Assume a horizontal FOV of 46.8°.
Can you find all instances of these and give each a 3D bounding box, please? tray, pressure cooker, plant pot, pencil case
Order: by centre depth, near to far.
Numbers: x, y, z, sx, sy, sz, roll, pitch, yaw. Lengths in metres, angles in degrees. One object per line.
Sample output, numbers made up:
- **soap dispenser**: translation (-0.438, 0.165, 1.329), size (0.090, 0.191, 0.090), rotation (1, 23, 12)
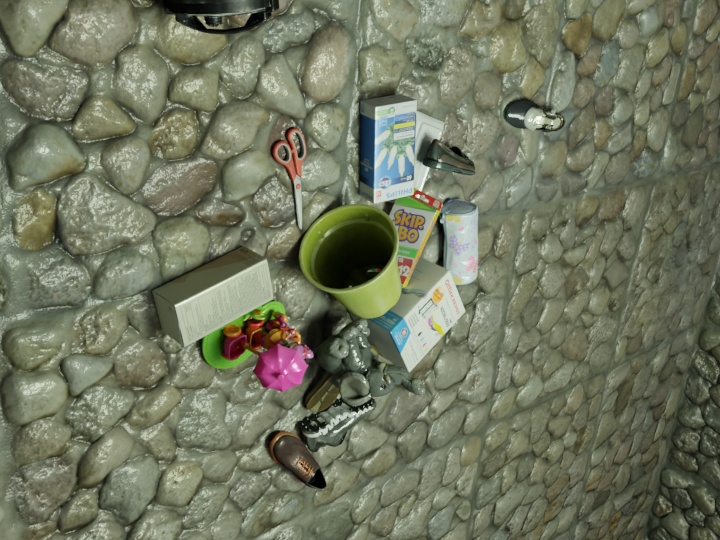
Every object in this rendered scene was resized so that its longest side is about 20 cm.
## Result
- **pressure cooker**: translation (-0.213, -0.450, 1.224), size (0.178, 0.176, 0.200), rotation (-21, 120, -33)
- **plant pot**: translation (0.000, 0.000, 1.677), size (0.200, 0.200, 0.184), rotation (-50, 148, -15)
- **tray**: translation (0.122, -0.234, 1.792), size (0.107, 0.022, 0.200), rotation (10, 102, -47)
- **pencil case**: translation (0.231, -0.065, 1.943), size (0.091, 0.083, 0.200), rotation (-27, 127, -29)

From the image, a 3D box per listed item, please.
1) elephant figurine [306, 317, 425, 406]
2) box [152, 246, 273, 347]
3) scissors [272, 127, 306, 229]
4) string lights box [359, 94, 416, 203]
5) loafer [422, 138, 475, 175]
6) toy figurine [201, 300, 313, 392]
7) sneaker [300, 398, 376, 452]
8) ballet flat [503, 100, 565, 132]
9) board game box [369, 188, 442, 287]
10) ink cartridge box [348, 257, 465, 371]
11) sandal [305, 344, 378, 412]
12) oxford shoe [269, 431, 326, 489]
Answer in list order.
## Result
- **elephant figurine**: translation (0.009, 0.212, 1.724), size (0.141, 0.155, 0.200), rotation (-37, 93, -16)
- **box**: translation (-0.262, 0.044, 1.495), size (0.200, 0.078, 0.095), rotation (-28, 128, -34)
- **scissors**: translation (-0.116, -0.174, 1.583), size (0.073, 0.014, 0.200), rotation (-40, 132, -27)
- **string lights box**: translation (0.054, -0.246, 1.680), size (0.103, 0.059, 0.200), rotation (-16, 120, -29)
- **loafer**: translation (0.204, -0.246, 1.818), size (0.200, 0.072, 0.063), rotation (-3, 108, -59)
- **toy figurine**: translation (-0.163, 0.150, 1.563), size (0.200, 0.184, 0.150), rotation (-20, 128, -41)
- **sneaker**: translation (-0.049, 0.347, 1.880), size (0.200, 0.066, 0.091), rotation (-22, 127, -33)
- **ballet flat**: translation (0.428, -0.367, 2.004), size (0.200, 0.073, 0.073), rotation (0, 109, -45)
- **board game box**: translation (0.094, -0.074, 1.769), size (0.030, 0.095, 0.200), rotation (-4, 120, -66)
- **ink cartridge box**: translation (0.104, 0.087, 1.841), size (0.200, 0.145, 0.147), rotation (-45, 135, -20)
- **sandal**: translation (-0.048, 0.228, 1.834), size (0.200, 0.054, 0.080), rotation (-42, 130, -2)
- **oxford shoe**: translation (-0.130, 0.417, 1.823), size (0.071, 0.072, 0.200), rotation (-50, 137, -14)
